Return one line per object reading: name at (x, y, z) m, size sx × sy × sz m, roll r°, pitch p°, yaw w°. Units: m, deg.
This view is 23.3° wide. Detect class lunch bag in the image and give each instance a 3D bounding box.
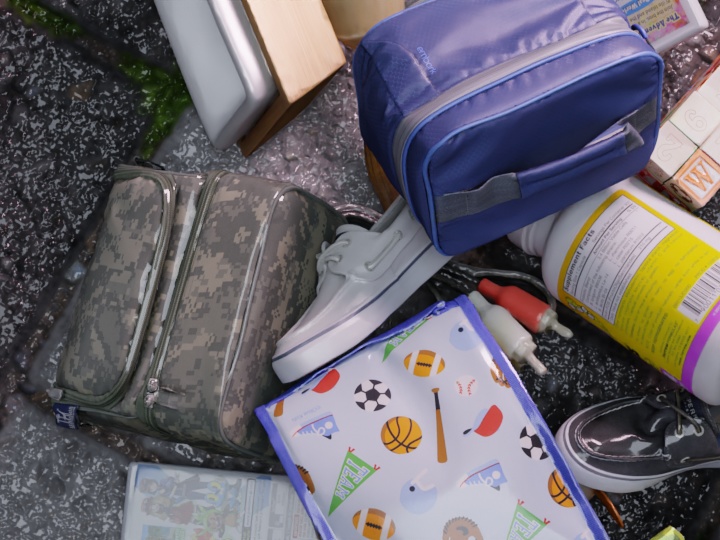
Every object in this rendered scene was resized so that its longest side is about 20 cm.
lunch bag at (0.046, 0.138, 1.151) m, size 0.170 × 0.124 × 0.200 m, roll -30°, pitch 85°, yaw -5°
lunch bag at (-0.120, 0.028, 1.223) m, size 0.167 × 0.139 × 0.200 m, roll 11°, pitch 83°, yaw 27°
lunch bag at (0.108, -0.106, 1.154) m, size 0.200 × 0.136 × 0.132 m, roll -24°, pitch 57°, yaw -8°

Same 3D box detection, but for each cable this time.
cable at (0.065, 0.003, 1.260) m, size 0.200 × 0.050 × 0.097 m, roll 42°, pitch 68°, yaw 12°

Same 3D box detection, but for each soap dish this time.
soap dish at (-0.088, -0.194, 1.237) m, size 0.081 × 0.157 × 0.200 m, roll -21°, pitch 86°, yaw -18°

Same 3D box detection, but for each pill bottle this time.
pill bottle at (0.199, 0.000, 1.225) m, size 0.200 × 0.104 × 0.104 m, roll 37°, pitch 84°, yaw 30°

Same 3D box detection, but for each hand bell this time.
hand bell at (0.010, -0.140, 1.272) m, size 0.104 × 0.104 × 0.200 m, roll -9°, pitch 104°, yaw -3°

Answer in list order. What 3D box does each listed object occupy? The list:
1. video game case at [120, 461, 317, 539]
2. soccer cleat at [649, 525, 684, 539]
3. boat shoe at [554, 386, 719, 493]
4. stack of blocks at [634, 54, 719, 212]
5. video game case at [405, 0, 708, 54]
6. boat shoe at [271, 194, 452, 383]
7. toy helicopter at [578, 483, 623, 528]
video game case at (-0.083, 0.243, 1.233) m, size 0.182 × 0.022 × 0.200 m, roll 6°, pitch 84°, yaw -1°
soccer cleat at (0.201, 0.224, 1.245) m, size 0.200 × 0.065 × 0.084 m, roll -9°, pitch 102°, yaw -9°
boat shoe at (0.234, 0.110, 1.231) m, size 0.200 × 0.066 × 0.070 m, roll 0°, pitch 54°, yaw -19°
stack of blocks at (0.277, -0.130, 1.261) m, size 0.059 × 0.115 × 0.200 m, roll 42°, pitch 84°, yaw 2°
video game case at (0.124, -0.210, 1.261) m, size 0.200 × 0.024 × 0.182 m, roll -27°, pitch 86°, yaw 27°
boat shoe at (0.000, 0.000, 1.196) m, size 0.200 × 0.074 × 0.065 m, roll -42°, pitch 99°, yaw -36°
toy helicopter at (0.110, 0.135, 1.253) m, size 0.132 × 0.079 × 0.200 m, roll -11°, pitch 73°, yaw 3°
